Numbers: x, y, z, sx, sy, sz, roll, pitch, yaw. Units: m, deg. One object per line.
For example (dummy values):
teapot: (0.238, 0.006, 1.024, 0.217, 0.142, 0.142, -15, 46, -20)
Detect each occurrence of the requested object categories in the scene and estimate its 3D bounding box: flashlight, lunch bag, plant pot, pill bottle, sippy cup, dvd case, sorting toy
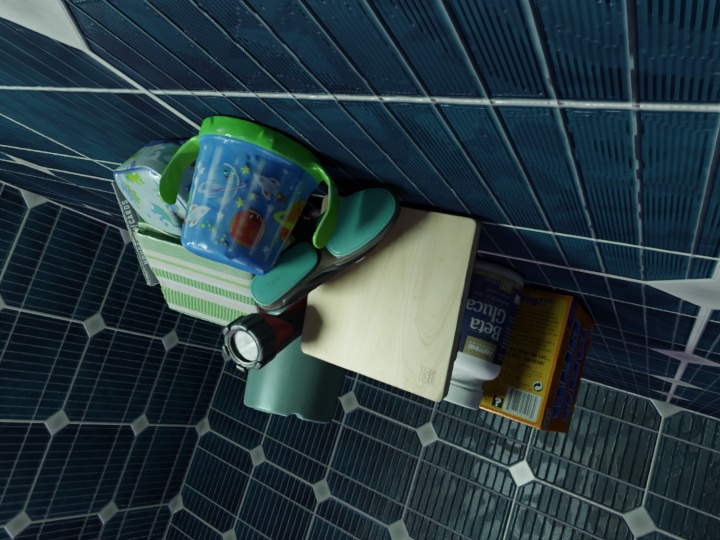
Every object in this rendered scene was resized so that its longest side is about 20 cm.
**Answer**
flashlight: (-0.095, 0.060, 0.692, 0.068, 0.068, 0.200, -17, -169, 31)
lunch bag: (-0.215, -0.072, 0.684, 0.160, 0.083, 0.201, 8, 139, 48)
plant pot: (-0.099, 0.142, 0.874, 0.198, 0.198, 0.200, 11, 167, 3)
pill bottle: (0.160, 0.092, 0.761, 0.110, 0.202, 0.111, 17, 173, 2)
sippy cup: (-0.121, -0.069, 0.544, 0.139, 0.131, 0.177, 25, 171, -38)
dvd case: (-0.297, -0.065, 0.806, 0.025, 0.152, 0.200, -17, -174, 6)
sorting toy: (0.038, 0.024, 0.629, 0.197, 0.202, 0.069, 14, -171, 30)

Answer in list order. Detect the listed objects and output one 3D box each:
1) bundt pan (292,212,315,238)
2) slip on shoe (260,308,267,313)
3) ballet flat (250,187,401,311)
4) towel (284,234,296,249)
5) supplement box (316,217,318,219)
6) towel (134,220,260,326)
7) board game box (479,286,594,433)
bundt pan: (-0.160, -0.065, 0.884, 0.200, 0.076, 0.202, 19, 172, 3)
slip on shoe: (-0.197, 0.006, 0.815, 0.200, 0.076, 0.061, 45, 163, 48)
ballet flat: (-0.037, -0.024, 0.587, 0.068, 0.199, 0.068, 60, -168, 17)
towel: (-0.144, -0.063, 0.730, 0.149, 0.031, 0.200, -2, 132, 51)
supplement box: (0.031, -0.024, 0.712, 0.199, 0.069, 0.066, 17, -173, 30)
towel: (-0.200, 0.019, 0.679, 0.151, 0.024, 0.201, 18, 149, 5)
board game box: (0.256, 0.141, 0.883, 0.199, 0.201, 0.199, 12, 171, 36)
